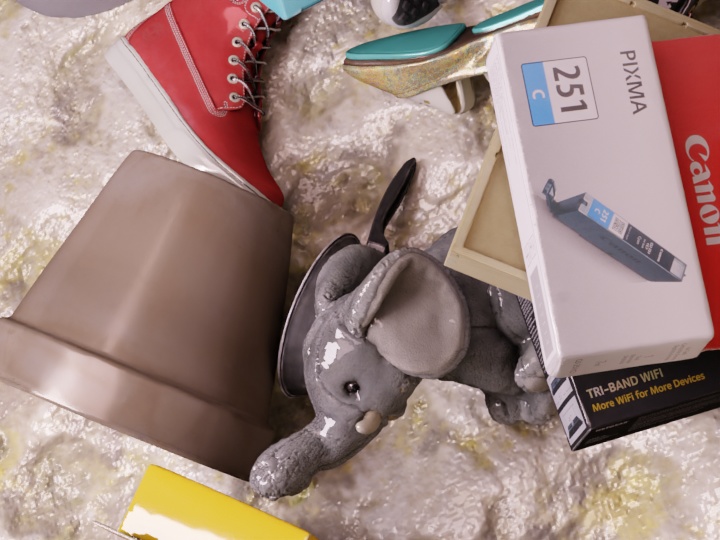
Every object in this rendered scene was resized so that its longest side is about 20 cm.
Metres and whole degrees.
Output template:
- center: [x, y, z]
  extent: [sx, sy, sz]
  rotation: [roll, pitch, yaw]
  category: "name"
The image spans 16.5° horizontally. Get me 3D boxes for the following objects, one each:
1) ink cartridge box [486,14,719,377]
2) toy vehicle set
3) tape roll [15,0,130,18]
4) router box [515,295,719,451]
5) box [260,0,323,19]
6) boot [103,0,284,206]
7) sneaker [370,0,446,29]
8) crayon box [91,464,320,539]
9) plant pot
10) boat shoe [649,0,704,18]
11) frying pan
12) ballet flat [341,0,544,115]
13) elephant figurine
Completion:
- center: [0.176, -0.049, 1.436]
  extent: [0.175, 0.045, 0.202]
  rotation: [-7, 73, -9]
  category: "ink cartridge box"
- center: [0.141, -0.071, 1.476]
  extent: [0.123, 0.027, 0.201]
  rotation: [22, 70, 0]
  category: "toy vehicle set"
- center: [-0.212, -0.293, 1.863]
  extent: [0.199, 0.066, 0.202]
  rotation: [-9, 68, 23]
  category: "tape roll"
- center: [0.196, 0.005, 1.502]
  extent: [0.199, 0.052, 0.158]
  rotation: [-16, 74, -14]
  category: "router box"
- center: [-0.061, -0.239, 1.720]
  extent: [0.082, 0.049, 0.200]
  rotation: [-27, 31, -13]
  category: "box"
- center: [-0.079, -0.136, 1.741]
  extent: [0.144, 0.072, 0.200]
  rotation: [-40, 56, 4]
  category: "boot"
- center: [0.025, -0.251, 1.737]
  extent: [0.081, 0.075, 0.201]
  rotation: [-13, 55, 30]
  category: "sneaker"
- center: [-0.063, 0.180, 1.535]
  extent: [0.125, 0.200, 0.052]
  rotation: [21, 80, 29]
  category: "crayon box"
- center: [-0.127, 0.023, 1.617]
  extent: [0.199, 0.200, 0.175]
  rotation: [21, 86, 29]
  category: "plant pot"
- center: [0.168, -0.153, 1.561]
  extent: [0.073, 0.063, 0.202]
  rotation: [34, 96, 24]
  category: "boat shoe"
- center: [-0.003, 0.015, 1.652]
  extent: [0.031, 0.116, 0.190]
  rotation: [22, 36, 20]
  category: "frying pan"
- center: [0.079, -0.140, 1.672]
  extent: [0.199, 0.071, 0.071]
  rotation: [-13, 66, 29]
  category: "ballet flat"
- center: [0.025, 0.040, 1.535]
  extent: [0.199, 0.142, 0.156]
  rotation: [-2, 53, -23]
  category: "elephant figurine"
